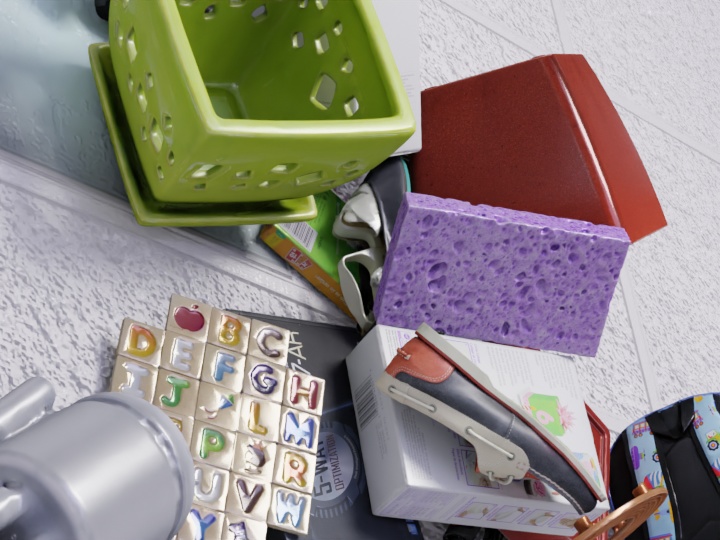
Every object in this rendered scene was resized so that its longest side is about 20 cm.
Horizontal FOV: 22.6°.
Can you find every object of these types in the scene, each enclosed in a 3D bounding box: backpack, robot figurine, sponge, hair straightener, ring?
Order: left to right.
[{"bbox_3d":[-0.183,0.148,1.168,0.171,0.113,0.200,57,34,2],"label":"robot figurine"},{"bbox_3d":[0.118,0.207,1.545,0.077,0.041,0.200,46,29,-13],"label":"hair straightener"},{"bbox_3d":[0.117,0.005,1.483,0.198,0.113,0.030,9,25,-15],"label":"sponge"},{"bbox_3d":[0.162,0.231,1.444,0.200,0.201,0.019,-11,59,-53],"label":"ring"},{"bbox_3d":[0.323,0.225,1.661,0.135,0.181,0.202,44,24,-57],"label":"backpack"}]

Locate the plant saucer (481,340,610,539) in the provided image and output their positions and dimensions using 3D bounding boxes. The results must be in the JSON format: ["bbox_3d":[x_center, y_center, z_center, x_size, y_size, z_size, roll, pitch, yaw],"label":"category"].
[{"bbox_3d":[0.168,0.167,1.593,0.200,0.036,0.201,48,36,-36],"label":"plant saucer"}]

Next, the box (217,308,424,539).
[{"bbox_3d":[-0.041,0.135,1.415,0.159,0.043,0.202,12,53,-46],"label":"box"}]

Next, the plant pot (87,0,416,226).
[{"bbox_3d":[-0.102,-0.144,1.437,0.197,0.182,0.202,-3,63,-34],"label":"plant pot"}]

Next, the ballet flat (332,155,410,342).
[{"bbox_3d":[0.012,-0.018,1.549,0.073,0.073,0.202,19,55,-40],"label":"ballet flat"}]

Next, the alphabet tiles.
[{"bbox_3d":[-0.107,0.114,1.326,0.165,0.006,0.202,18,53,-17],"label":"alphabet tiles"}]

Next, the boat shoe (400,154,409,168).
[{"bbox_3d":[0.086,-0.114,1.764,0.200,0.066,0.072,22,45,-39],"label":"boat shoe"}]

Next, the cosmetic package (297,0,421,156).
[{"bbox_3d":[-0.011,-0.203,1.563,0.084,0.107,0.203,-10,106,-40],"label":"cosmetic package"}]

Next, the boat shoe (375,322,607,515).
[{"bbox_3d":[0.102,0.126,1.383,0.200,0.063,0.071,41,-4,-6],"label":"boat shoe"}]

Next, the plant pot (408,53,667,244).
[{"bbox_3d":[0.146,-0.094,1.629,0.200,0.198,0.178,-20,95,-69],"label":"plant pot"}]

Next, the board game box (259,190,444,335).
[{"bbox_3d":[0.000,0.000,1.597,0.200,0.030,0.096,40,37,-17],"label":"board game box"}]

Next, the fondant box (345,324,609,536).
[{"bbox_3d":[0.094,0.131,1.456,0.198,0.058,0.146,10,53,-28],"label":"fondant box"}]

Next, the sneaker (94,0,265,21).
[{"bbox_3d":[-0.138,-0.197,1.564,0.198,0.070,0.091,3,91,-34],"label":"sneaker"}]
